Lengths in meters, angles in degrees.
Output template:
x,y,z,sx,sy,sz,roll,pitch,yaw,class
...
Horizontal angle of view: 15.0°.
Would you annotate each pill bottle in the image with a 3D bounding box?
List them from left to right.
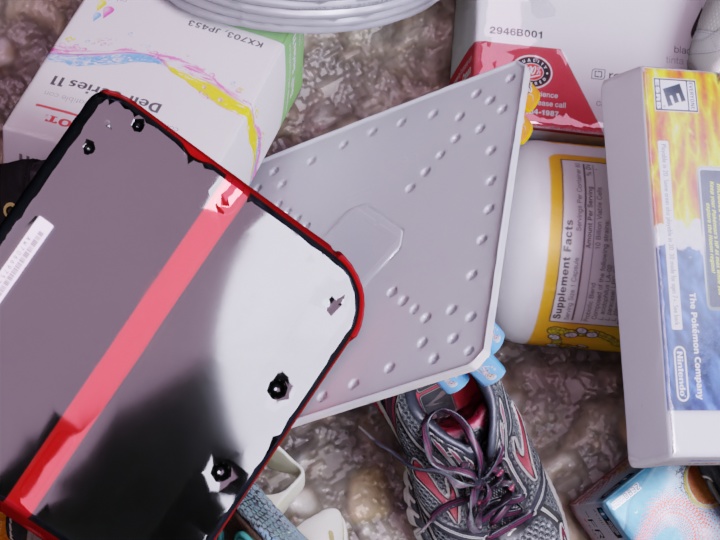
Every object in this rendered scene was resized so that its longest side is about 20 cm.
x,y,z,sx,sy,sz,roll,pitch,yaw,class
0.128,-0.012,1.497,0.199,0.113,0.113,5,77,-6,pill bottle

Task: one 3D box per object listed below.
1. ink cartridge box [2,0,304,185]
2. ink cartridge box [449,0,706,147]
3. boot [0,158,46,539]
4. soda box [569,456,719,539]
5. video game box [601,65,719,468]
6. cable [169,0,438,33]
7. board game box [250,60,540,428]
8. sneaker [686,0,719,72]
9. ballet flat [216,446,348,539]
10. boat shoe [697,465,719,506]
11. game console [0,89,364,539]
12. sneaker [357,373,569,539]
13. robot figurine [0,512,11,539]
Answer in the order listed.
x,y,z,sx,sy,sz,roll,pitch,yaw,class
-0.115,-0.074,1.451,0.117,0.067,0.200,16,47,9,ink cartridge box
0.130,-0.162,1.546,0.144,0.084,0.201,6,76,-7,ink cartridge box
-0.199,0.034,1.382,0.150,0.073,0.201,9,97,11,boot
0.215,0.093,1.505,0.200,0.068,0.064,-38,93,-13,soda box
0.216,0.000,1.403,0.182,0.047,0.201,1,80,-30,video game box
-0.032,-0.202,1.498,0.200,0.069,0.200,25,42,18,cable
0.000,0.000,1.424,0.026,0.200,0.200,44,41,-35,board game box
0.259,-0.093,1.506,0.200,0.076,0.092,30,85,-18,sneaker
-0.046,0.133,1.438,0.074,0.074,0.200,-35,61,-13,ballet flat
0.184,0.061,1.432,0.069,0.057,0.200,-30,94,-30,boat shoe
-0.111,0.039,1.333,0.177,0.031,0.200,35,82,-9,game console
0.056,0.103,1.452,0.081,0.075,0.200,-33,115,-7,sneaker
-0.169,0.078,1.452,0.145,0.058,0.201,5,76,21,robot figurine
